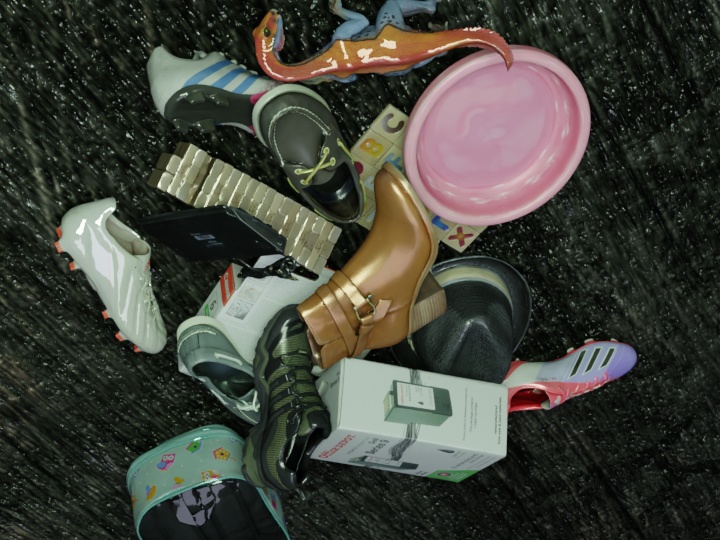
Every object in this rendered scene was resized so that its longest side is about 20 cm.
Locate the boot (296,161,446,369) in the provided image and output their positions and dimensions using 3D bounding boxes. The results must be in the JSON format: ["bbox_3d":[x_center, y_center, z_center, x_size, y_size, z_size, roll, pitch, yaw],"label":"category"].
[{"bbox_3d":[0.000,0.000,1.140,0.153,0.077,0.202,-24,132,-12],"label":"boot"}]

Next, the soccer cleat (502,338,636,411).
[{"bbox_3d":[0.256,0.139,1.404,0.197,0.077,0.067,-9,132,-6],"label":"soccer cleat"}]

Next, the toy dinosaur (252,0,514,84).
[{"bbox_3d":[0.002,-0.211,1.003,0.180,0.199,0.106,-30,122,-30],"label":"toy dinosaur"}]

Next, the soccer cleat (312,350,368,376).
[{"bbox_3d":[0.003,0.054,1.259,0.077,0.070,0.200,9,133,-47],"label":"soccer cleat"}]

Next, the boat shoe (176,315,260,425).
[{"bbox_3d":[-0.136,0.132,1.243,0.072,0.062,0.201,-29,131,10],"label":"boat shoe"}]

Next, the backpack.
[{"bbox_3d":[-0.190,0.279,1.361,0.173,0.155,0.201,-20,141,1],"label":"backpack"}]

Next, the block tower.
[{"bbox_3d":[-0.111,-0.062,1.126,0.198,0.058,0.055,28,88,-23],"label":"block tower"}]

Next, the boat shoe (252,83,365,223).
[{"bbox_3d":[-0.042,-0.108,1.075,0.071,0.061,0.201,-32,153,6],"label":"boat shoe"}]

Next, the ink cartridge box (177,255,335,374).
[{"bbox_3d":[-0.113,0.047,1.253,0.108,0.051,0.201,21,121,-28],"label":"ink cartridge box"}]

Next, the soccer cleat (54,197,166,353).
[{"bbox_3d":[-0.244,0.011,1.180,0.077,0.070,0.201,-24,128,4],"label":"soccer cleat"}]

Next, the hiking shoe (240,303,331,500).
[{"bbox_3d":[-0.064,0.139,1.198,0.075,0.100,0.204,7,91,-50],"label":"hiking shoe"}]

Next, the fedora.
[{"bbox_3d":[0.125,0.083,1.311,0.197,0.092,0.203,-7,131,-8],"label":"fedora"}]

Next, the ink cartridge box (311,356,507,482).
[{"bbox_3d":[0.048,0.172,1.264,0.197,0.085,0.146,11,155,-14],"label":"ink cartridge box"}]

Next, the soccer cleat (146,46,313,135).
[{"bbox_3d":[-0.113,-0.172,1.060,0.198,0.087,0.070,2,140,-46],"label":"soccer cleat"}]

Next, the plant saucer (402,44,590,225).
[{"bbox_3d":[0.135,-0.142,1.146,0.197,0.051,0.203,-8,129,-10],"label":"plant saucer"}]

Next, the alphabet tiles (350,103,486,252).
[{"bbox_3d":[0.072,-0.094,1.206,0.199,0.006,0.166,29,119,-32],"label":"alphabet tiles"}]

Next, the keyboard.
[{"bbox_3d":[-0.134,-0.027,1.120,0.127,0.021,0.199,39,158,-30],"label":"keyboard"}]
